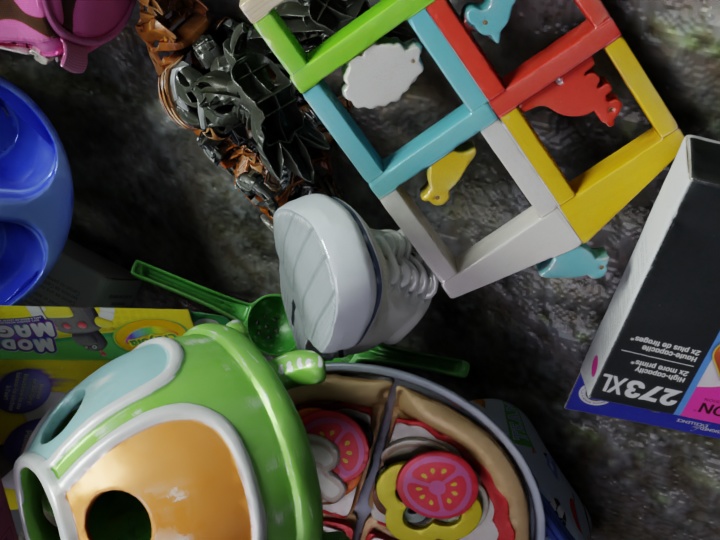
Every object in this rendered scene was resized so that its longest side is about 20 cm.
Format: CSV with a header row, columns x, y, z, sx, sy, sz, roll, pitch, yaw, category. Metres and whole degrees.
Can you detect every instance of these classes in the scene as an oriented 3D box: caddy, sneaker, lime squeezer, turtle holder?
x,y,z,sx,sy,sz,roll,pitch,yaw,category
-0.252,-0.044,0.732,0.199,0.105,0.143,4,102,-23,caddy
0.000,0.000,0.676,0.200,0.070,0.074,125,126,-81,sneaker
-0.029,0.031,0.811,0.199,0.038,0.071,17,152,12,lime squeezer
-0.098,0.094,0.677,0.185,0.131,0.142,37,135,50,turtle holder

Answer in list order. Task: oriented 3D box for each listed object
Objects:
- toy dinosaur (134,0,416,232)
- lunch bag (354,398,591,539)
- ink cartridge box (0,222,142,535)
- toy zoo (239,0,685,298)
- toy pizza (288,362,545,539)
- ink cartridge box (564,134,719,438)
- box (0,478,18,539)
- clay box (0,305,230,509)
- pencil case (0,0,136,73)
x,y,z,sx,sy,sz,roll,pitch,yaw,category
-0.060,-0.087,0.692,0.200,0.103,0.135,33,161,-33,toy dinosaur
0.029,0.159,0.837,0.199,0.076,0.161,-21,126,22,lunch bag
-0.247,0.062,0.860,0.145,0.201,0.083,27,-178,6,ink cartridge box
0.056,-0.076,0.628,0.131,0.020,0.200,-34,111,11,toy zoo
0.000,0.138,0.763,0.199,0.032,0.201,6,122,9,toy pizza
0.169,0.025,0.677,0.094,0.037,0.201,11,139,-3,ink cartridge box
-0.274,0.086,0.659,0.175,0.097,0.201,2,119,19,box
-0.169,0.076,0.768,0.199,0.048,0.115,2,128,-27,clay box
-0.211,-0.152,0.712,0.199,0.091,0.094,8,98,30,pencil case
